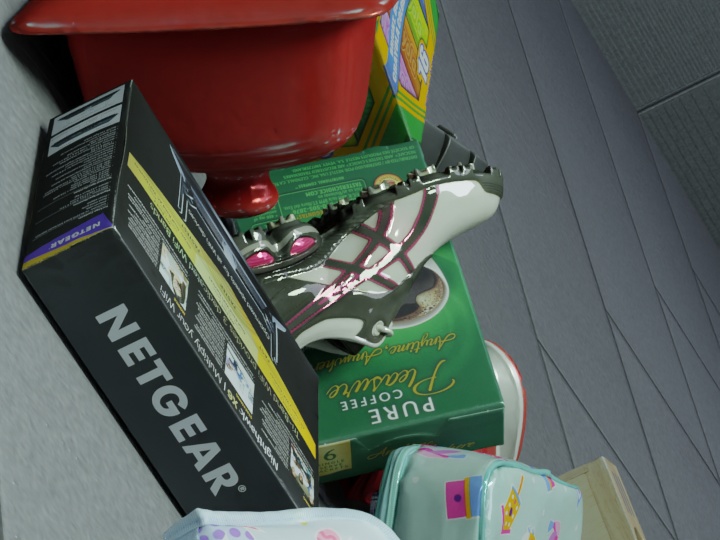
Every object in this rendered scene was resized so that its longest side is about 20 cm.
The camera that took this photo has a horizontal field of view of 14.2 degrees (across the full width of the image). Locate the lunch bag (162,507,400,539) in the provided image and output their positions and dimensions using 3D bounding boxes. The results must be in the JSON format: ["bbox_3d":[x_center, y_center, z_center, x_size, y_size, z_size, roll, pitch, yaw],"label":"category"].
[{"bbox_3d":[-0.004,0.204,1.249,0.200,0.127,0.170,39,25,-49],"label":"lunch bag"}]

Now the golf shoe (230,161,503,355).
[{"bbox_3d":[0.000,0.000,1.593,0.077,0.200,0.088,-26,-93,62],"label":"golf shoe"}]

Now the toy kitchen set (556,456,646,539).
[{"bbox_3d":[0.237,0.233,2.113,0.181,0.163,0.200,69,12,21],"label":"toy kitchen set"}]

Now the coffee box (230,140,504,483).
[{"bbox_3d":[0.000,0.022,1.637,0.044,0.123,0.200,88,-13,-52],"label":"coffee box"}]

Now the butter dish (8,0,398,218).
[{"bbox_3d":[-0.070,-0.100,1.538,0.200,0.199,0.148,-74,160,-73],"label":"butter dish"}]

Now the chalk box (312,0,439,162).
[{"bbox_3d":[-0.038,-0.168,1.699,0.200,0.125,0.124,67,26,-50],"label":"chalk box"}]

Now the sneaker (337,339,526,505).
[{"bbox_3d":[0.034,0.144,1.698,0.078,0.115,0.201,23,-60,57],"label":"sneaker"}]

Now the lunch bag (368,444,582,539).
[{"bbox_3d":[0.058,0.181,1.563,0.200,0.077,0.161,25,73,-68],"label":"lunch bag"}]

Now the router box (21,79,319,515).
[{"bbox_3d":[-0.088,0.028,1.413,0.200,0.052,0.157,59,14,-25],"label":"router box"}]

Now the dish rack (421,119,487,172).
[{"bbox_3d":[-0.018,-0.109,1.869,0.200,0.055,0.153,33,1,33],"label":"dish rack"}]
